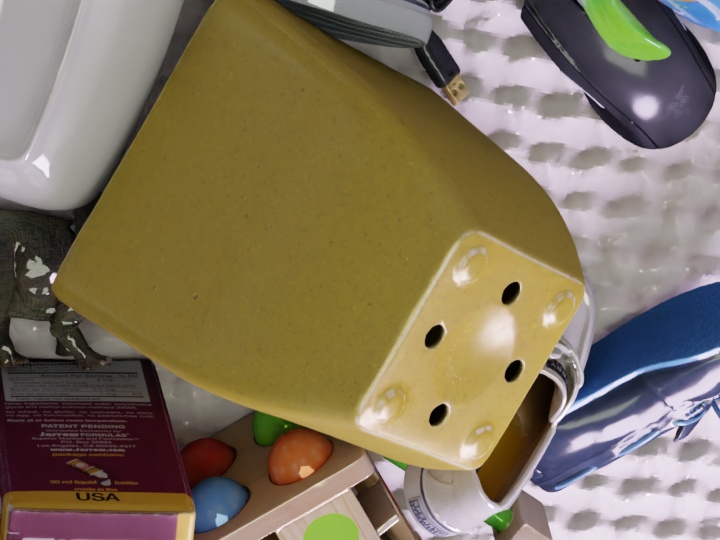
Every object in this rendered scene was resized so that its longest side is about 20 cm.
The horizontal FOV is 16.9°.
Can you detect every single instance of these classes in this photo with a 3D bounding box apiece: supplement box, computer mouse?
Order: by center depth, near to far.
[{"bbox_3d":[-0.157,0.144,1.339,0.102,0.200,0.132,2,110,-12],"label":"supplement box"},{"bbox_3d":[0.115,-0.126,1.382,0.140,0.046,0.200,-38,113,1],"label":"computer mouse"}]

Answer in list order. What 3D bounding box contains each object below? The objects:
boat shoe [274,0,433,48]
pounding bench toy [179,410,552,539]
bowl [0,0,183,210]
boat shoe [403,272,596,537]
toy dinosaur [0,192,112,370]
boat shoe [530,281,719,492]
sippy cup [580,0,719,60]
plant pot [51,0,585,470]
[{"bbox_3d":[-0.049,-0.177,1.312,0.198,0.073,0.067,16,84,-16],"label":"boat shoe"},{"bbox_3d":[-0.003,0.141,1.413,0.199,0.124,0.157,-29,113,-1],"label":"pounding bench toy"},{"bbox_3d":[-0.202,-0.141,1.258,0.199,0.075,0.201,25,106,5],"label":"bowl"},{"bbox_3d":[0.096,0.067,1.380,0.071,0.070,0.200,50,51,-16],"label":"boat shoe"},{"bbox_3d":[-0.192,0.005,1.361,0.198,0.077,0.103,-4,99,-6],"label":"toy dinosaur"},{"bbox_3d":[0.180,0.068,1.461,0.199,0.084,0.069,-24,118,15],"label":"boat shoe"},{"bbox_3d":[0.182,-0.205,1.321,0.178,0.140,0.130,-44,127,9],"label":"sippy cup"},{"bbox_3d":[0.000,0.000,1.277,0.195,0.200,0.195,24,99,-50],"label":"plant pot"}]
